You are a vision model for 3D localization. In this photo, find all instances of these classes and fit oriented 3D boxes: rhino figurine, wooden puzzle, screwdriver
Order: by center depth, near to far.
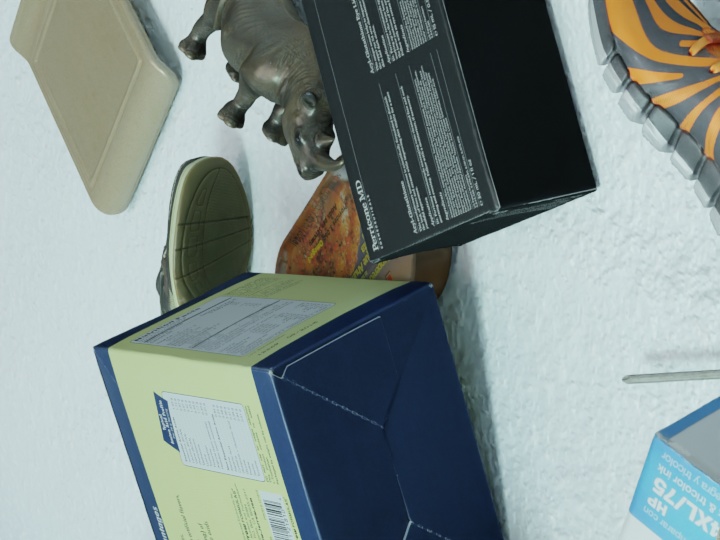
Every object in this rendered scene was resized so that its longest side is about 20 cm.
[{"bbox_3d":[0.193,0.052,0.924,0.200,0.029,0.028,-9,92,53],"label":"screwdriver"},{"bbox_3d":[-0.055,-0.130,1.230,0.088,0.060,0.200,-60,42,27],"label":"rhino figurine"},{"bbox_3d":[-0.218,-0.174,1.526,0.200,0.037,0.185,58,143,23],"label":"wooden puzzle"}]

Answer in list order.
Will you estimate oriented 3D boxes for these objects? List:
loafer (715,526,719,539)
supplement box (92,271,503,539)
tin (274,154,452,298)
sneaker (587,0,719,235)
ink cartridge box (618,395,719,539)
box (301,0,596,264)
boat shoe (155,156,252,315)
[{"bbox_3d":[0.138,0.161,0.718,0.068,0.076,0.200,23,123,32],"label":"loafer"},{"bbox_3d":[-0.040,0.118,1.179,0.200,0.134,0.201,4,114,51],"label":"supplement box"},{"bbox_3d":[0.000,0.000,1.222,0.200,0.042,0.112,-54,51,51],"label":"tin"},{"bbox_3d":[0.192,-0.084,0.860,0.200,0.077,0.112,57,140,13],"label":"sneaker"},{"bbox_3d":[0.201,0.163,0.821,0.146,0.147,0.200,36,130,32],"label":"ink cartridge box"},{"bbox_3d":[0.044,-0.120,1.073,0.141,0.079,0.201,-21,82,55],"label":"box"},{"bbox_3d":[-0.124,0.007,1.393,0.066,0.072,0.201,24,124,48],"label":"boat shoe"}]
